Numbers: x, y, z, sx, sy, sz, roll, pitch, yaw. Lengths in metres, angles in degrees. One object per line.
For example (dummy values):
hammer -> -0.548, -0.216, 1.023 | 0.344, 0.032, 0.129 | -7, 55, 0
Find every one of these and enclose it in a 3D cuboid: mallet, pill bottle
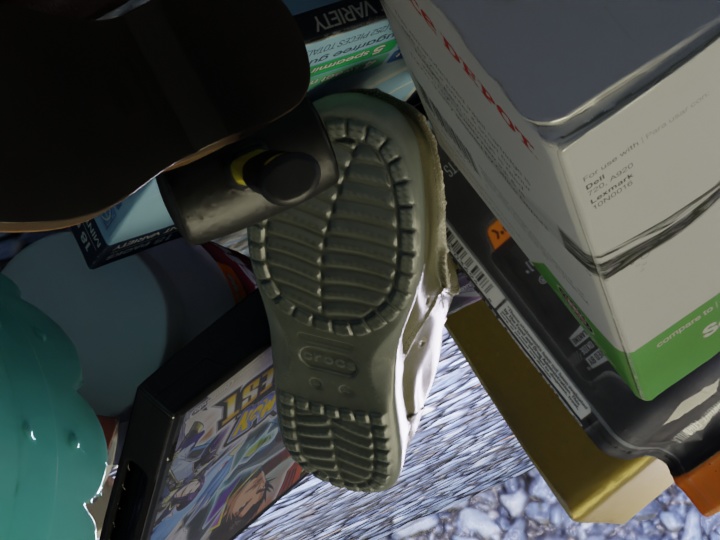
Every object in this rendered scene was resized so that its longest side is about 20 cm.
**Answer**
mallet -> -0.042, -0.030, 0.891 | 0.066, 0.041, 0.200 | -23, -174, 2
pill bottle -> 0.110, 0.004, 1.097 | 0.106, 0.200, 0.106 | -38, 175, -4
pill bottle -> -0.099, 0.035, 1.219 | 0.113, 0.113, 0.200 | -27, 169, 9

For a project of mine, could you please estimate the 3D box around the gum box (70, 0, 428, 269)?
gum box -> -0.018, -0.079, 1.056 | 0.169, 0.045, 0.200 | -21, 167, -26

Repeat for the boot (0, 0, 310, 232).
boot -> -0.104, -0.042, 0.823 | 0.075, 0.074, 0.200 | -27, 174, 40

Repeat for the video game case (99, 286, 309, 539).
video game case -> -0.038, 0.057, 1.178 | 0.200, 0.025, 0.181 | -40, 161, -36

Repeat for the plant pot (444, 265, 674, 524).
plant pot -> 0.167, 0.012, 1.527 | 0.200, 0.196, 0.194 | -34, 168, 9

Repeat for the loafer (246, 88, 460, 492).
loafer -> 0.000, 0.000, 1.063 | 0.201, 0.075, 0.070 | 95, 19, -44

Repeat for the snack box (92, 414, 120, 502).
snack box -> -0.203, 0.066, 1.102 | 0.199, 0.024, 0.072 | 9, 160, -9

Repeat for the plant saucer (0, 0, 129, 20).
plant saucer -> -0.111, -0.106, 0.761 | 0.199, 0.032, 0.200 | -25, 170, -5

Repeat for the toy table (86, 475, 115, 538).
toy table -> -0.215, 0.115, 1.323 | 0.200, 0.118, 0.184 | -32, 167, 25

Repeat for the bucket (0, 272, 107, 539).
bucket -> -0.205, 0.070, 0.935 | 0.207, 0.208, 0.135 | -28, 160, 14

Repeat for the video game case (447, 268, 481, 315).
video game case -> 0.141, -0.044, 1.214 | 0.200, 0.019, 0.143 | -27, -178, 37

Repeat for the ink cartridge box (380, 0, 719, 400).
ink cartridge box -> 0.075, -0.066, 0.913 | 0.084, 0.146, 0.200 | -34, 152, -4
